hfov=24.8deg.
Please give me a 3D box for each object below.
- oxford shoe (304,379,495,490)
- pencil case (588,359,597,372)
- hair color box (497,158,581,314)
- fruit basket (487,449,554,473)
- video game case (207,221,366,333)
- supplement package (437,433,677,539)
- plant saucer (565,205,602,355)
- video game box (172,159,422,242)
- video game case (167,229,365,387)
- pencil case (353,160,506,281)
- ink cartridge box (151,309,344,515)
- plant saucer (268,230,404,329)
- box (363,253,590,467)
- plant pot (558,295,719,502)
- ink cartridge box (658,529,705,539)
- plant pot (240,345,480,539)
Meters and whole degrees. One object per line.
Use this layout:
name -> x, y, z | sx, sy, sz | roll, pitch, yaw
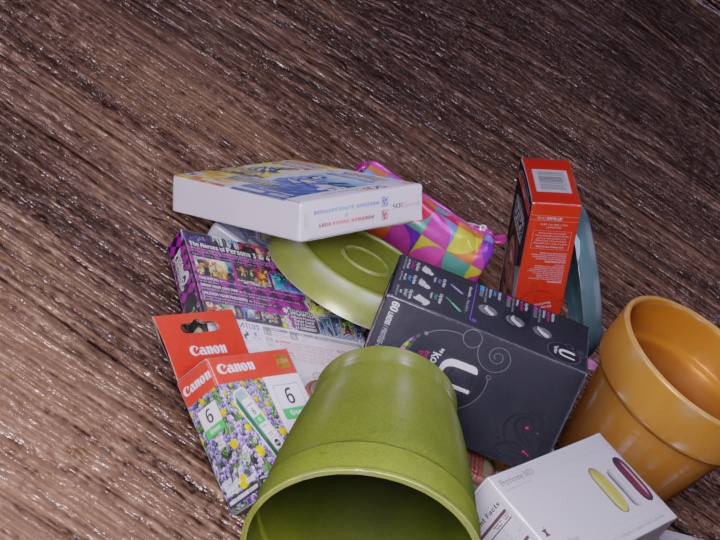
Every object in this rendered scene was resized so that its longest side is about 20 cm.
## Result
oxford shoe -> 0.029, 0.171, 1.555 | 0.199, 0.074, 0.071 | 24, 23, -1
pencil case -> 0.163, 0.085, 1.828 | 0.199, 0.088, 0.088 | 31, 29, -5
hair color box -> 0.205, -0.019, 1.900 | 0.061, 0.201, 0.102 | 3, 34, -5
fruit basket -> 0.101, 0.144, 1.647 | 0.199, 0.094, 0.186 | -10, 64, -48
video game case -> -0.055, -0.023, 1.824 | 0.199, 0.023, 0.182 | 34, 29, 0
supplement package -> 0.162, 0.255, 1.484 | 0.111, 0.156, 0.199 | 47, 31, 22
plant saucer -> 0.263, 0.007, 1.953 | 0.027, 0.201, 0.201 | -6, 35, 2
video game box -> -0.066, -0.076, 1.725 | 0.199, 0.047, 0.182 | 14, 16, 42
video game case -> -0.086, 0.053, 1.643 | 0.199, 0.036, 0.182 | 12, 45, -35
pencil case -> 0.067, -0.054, 1.937 | 0.199, 0.089, 0.089 | 29, 29, -9
ink cartridge box -> -0.103, 0.115, 1.491 | 0.109, 0.050, 0.201 | -4, 63, -49
plant saucer -> 0.000, 0.000, 1.709 | 0.199, 0.031, 0.200 | 24, 21, -10
box -> 0.103, 0.088, 1.546 | 0.199, 0.123, 0.106 | 21, 24, 0
plant pot -> 0.314, 0.162, 1.765 | 0.199, 0.184, 0.201 | 27, 30, -17
ink cartridge box -> 0.322, 0.337, 1.617 | 0.199, 0.083, 0.146 | 17, 33, -28
plant pot -> 0.013, 0.172, 1.392 | 0.200, 0.201, 0.193 | 27, 38, -13
